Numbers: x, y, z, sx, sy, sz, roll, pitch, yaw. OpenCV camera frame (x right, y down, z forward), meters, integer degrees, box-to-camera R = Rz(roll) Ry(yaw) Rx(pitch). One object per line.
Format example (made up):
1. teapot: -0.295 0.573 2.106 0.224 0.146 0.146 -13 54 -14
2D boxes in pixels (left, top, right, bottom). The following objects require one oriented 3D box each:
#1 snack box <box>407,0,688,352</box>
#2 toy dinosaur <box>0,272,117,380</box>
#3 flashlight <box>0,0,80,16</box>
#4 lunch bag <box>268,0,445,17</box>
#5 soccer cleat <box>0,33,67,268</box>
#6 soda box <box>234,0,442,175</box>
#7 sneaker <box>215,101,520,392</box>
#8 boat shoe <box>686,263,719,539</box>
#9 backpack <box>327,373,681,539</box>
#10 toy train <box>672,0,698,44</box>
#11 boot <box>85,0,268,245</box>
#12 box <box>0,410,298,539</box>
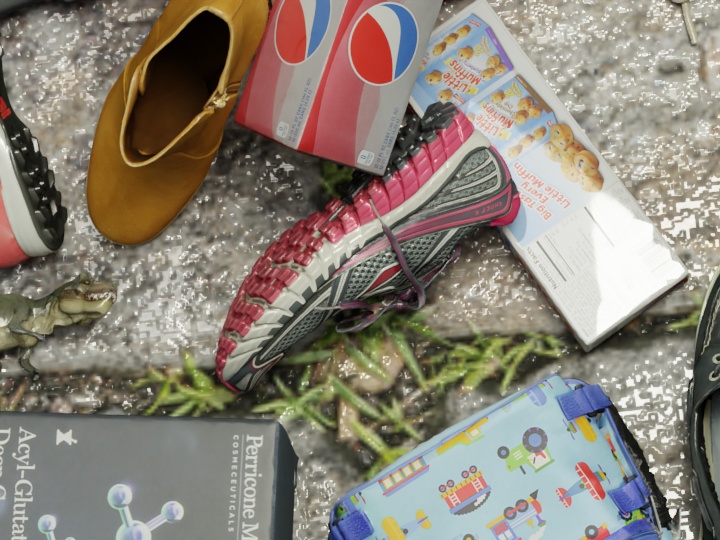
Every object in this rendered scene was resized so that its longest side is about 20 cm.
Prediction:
1. snack box: 0.098 -0.055 1.684 0.072 0.024 0.200 -35 76 -3
2. toy dinosaur: -0.231 0.049 1.674 0.198 0.048 0.089 -4 61 4
3. flashlight: -0.230 -0.171 1.720 0.199 0.068 0.068 -23 41 -4
4. lunch bag: 0.002 -0.235 1.708 0.199 0.082 0.177 -18 75 0
5. soccer cleat: -0.231 -0.095 1.673 0.073 0.068 0.201 -18 101 14
6. soda box: 0.004 -0.158 1.606 0.070 0.063 0.201 25 99 53
7. sneaker: 0.000 0.000 1.646 0.200 0.081 0.075 -41 106 9
8. boat shoe: 0.212 0.078 1.620 0.074 0.066 0.201 9 77 7
9. backpack: 0.093 0.179 1.571 0.182 0.135 0.201 -26 78 -2
10. toy train: 0.182 -0.240 1.677 0.084 0.116 0.201 -6 75 3
11. boot: -0.111 -0.078 1.609 0.070 0.144 0.202 28 114 -2
12. box: -0.138 0.159 1.606 0.198 0.107 0.150 1 75 4
